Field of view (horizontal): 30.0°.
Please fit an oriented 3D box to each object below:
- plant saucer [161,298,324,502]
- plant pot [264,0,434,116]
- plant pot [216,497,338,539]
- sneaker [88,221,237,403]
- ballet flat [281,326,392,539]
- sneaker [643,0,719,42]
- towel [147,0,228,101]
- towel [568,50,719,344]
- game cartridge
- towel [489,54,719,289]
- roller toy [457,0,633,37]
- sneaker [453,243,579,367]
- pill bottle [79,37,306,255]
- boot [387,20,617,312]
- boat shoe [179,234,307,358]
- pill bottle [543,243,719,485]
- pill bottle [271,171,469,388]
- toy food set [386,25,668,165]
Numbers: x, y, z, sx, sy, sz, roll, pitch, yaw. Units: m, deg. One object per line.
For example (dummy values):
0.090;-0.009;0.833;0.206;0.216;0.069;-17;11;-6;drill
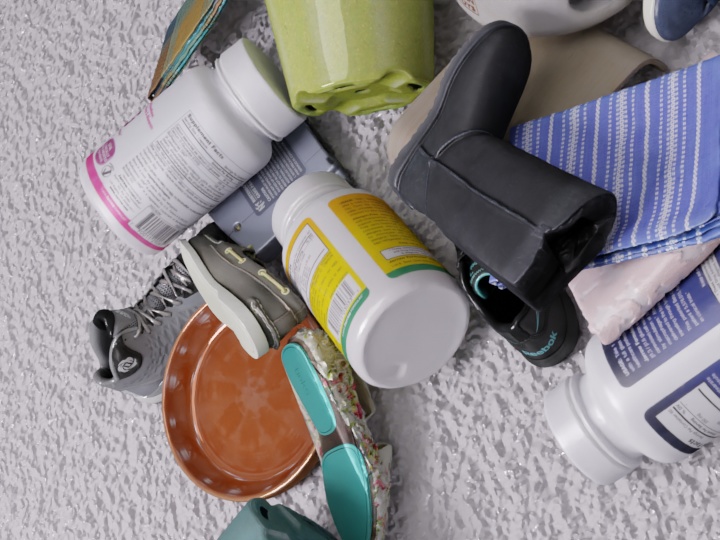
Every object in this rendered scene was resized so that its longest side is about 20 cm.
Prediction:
-0.101;0.114;1.258;0.199;0.032;0.203;-8;75;32;plant saucer
-0.008;-0.242;1.203;0.199;0.199;0.186;-13;82;35;plant pot
-0.086;0.310;1.112;0.200;0.200;0.197;37;94;38;plant pot
-0.198;0.036;1.311;0.075;0.115;0.201;33;99;39;sneaker
-0.007;0.141;1.157;0.075;0.064;0.202;-23;83;50;ballet flat
0.297;-0.252;1.019;0.201;0.075;0.085;-55;48;13;sneaker
-0.151;-0.275;1.359;0.200;0.022;0.147;-47;24;35;towel
0.226;-0.058;0.988;0.200;0.032;0.191;-47;19;15;towel
-0.103;-0.107;1.312;0.133;0.041;0.201;-44;55;14;game cartridge
0.178;-0.070;0.960;0.199;0.024;0.146;-16;54;41;towel
0.147;-0.285;1.082;0.198;0.140;0.184;0;53;19;roller toy
0.113;-0.016;1.102;0.075;0.079;0.201;-43;54;23;sneaker
-0.154;-0.117;1.257;0.199;0.113;0.114;-38;57;12;pill bottle
0.116;-0.082;0.973;0.166;0.065;0.200;-60;32;9;boot
-0.110;0.013;1.219;0.060;0.073;0.202;-30;32;-12;boat shoe
0.232;0.066;0.963;0.200;0.111;0.112;-40;57;23;pill bottle
0.000;0.000;1.158;0.113;0.112;0.200;-54;43;14;pill bottle
0.134;-0.129;1.105;0.200;0.060;0.143;-48;54;-5;toy food set
